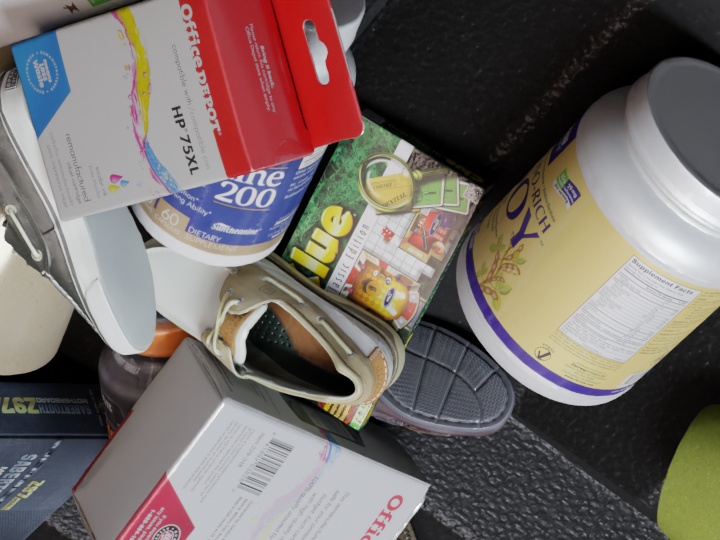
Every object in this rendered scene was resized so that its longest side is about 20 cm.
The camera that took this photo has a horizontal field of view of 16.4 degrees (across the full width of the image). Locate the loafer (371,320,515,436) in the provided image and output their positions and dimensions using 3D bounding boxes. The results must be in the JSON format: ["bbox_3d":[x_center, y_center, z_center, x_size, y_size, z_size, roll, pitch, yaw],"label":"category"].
[{"bbox_3d":[0.015,0.070,1.756,0.199,0.072,0.063,18,159,12],"label":"loafer"}]

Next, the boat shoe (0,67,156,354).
[{"bbox_3d":[-0.192,-0.034,1.594,0.064,0.071,0.200,-16,107,25],"label":"boat shoe"}]

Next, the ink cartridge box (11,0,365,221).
[{"bbox_3d":[-0.105,-0.108,1.501,0.200,0.067,0.117,-13,95,37],"label":"ink cartridge box"}]

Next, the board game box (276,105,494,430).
[{"bbox_3d":[0.000,0.000,1.682,0.105,0.023,0.200,32,114,11],"label":"board game box"}]

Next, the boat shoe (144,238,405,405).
[{"bbox_3d":[-0.070,0.031,1.667,0.200,0.068,0.075,21,111,14],"label":"boat shoe"}]

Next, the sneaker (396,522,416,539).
[{"bbox_3d":[0.010,0.238,1.885,0.075,0.070,0.200,9,125,36],"label":"sneaker"}]

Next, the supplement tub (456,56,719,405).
[{"bbox_3d":[0.168,-0.024,1.567,0.145,0.146,0.200,36,129,-8],"label":"supplement tub"}]

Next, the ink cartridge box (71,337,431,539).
[{"bbox_3d":[-0.076,0.153,1.736,0.200,0.086,0.148,27,106,-39],"label":"ink cartridge box"}]

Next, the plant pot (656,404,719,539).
[{"bbox_3d":[0.306,0.167,1.655,0.200,0.187,0.188,23,132,23],"label":"plant pot"}]

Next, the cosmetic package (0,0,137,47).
[{"bbox_3d":[-0.201,-0.212,1.551,0.200,0.085,0.108,-14,124,44],"label":"cosmetic package"}]

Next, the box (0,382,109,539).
[{"bbox_3d":[-0.288,0.152,1.873,0.157,0.051,0.200,3,146,-43],"label":"box"}]

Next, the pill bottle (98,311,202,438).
[{"bbox_3d":[-0.131,0.101,1.798,0.106,0.106,0.200,6,126,16],"label":"pill bottle"}]

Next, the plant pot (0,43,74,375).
[{"bbox_3d":[-0.243,-0.067,1.685,0.187,0.187,0.200,31,114,-3],"label":"plant pot"}]

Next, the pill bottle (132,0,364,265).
[{"bbox_3d":[-0.070,-0.107,1.605,0.111,0.111,0.200,27,130,0],"label":"pill bottle"}]
